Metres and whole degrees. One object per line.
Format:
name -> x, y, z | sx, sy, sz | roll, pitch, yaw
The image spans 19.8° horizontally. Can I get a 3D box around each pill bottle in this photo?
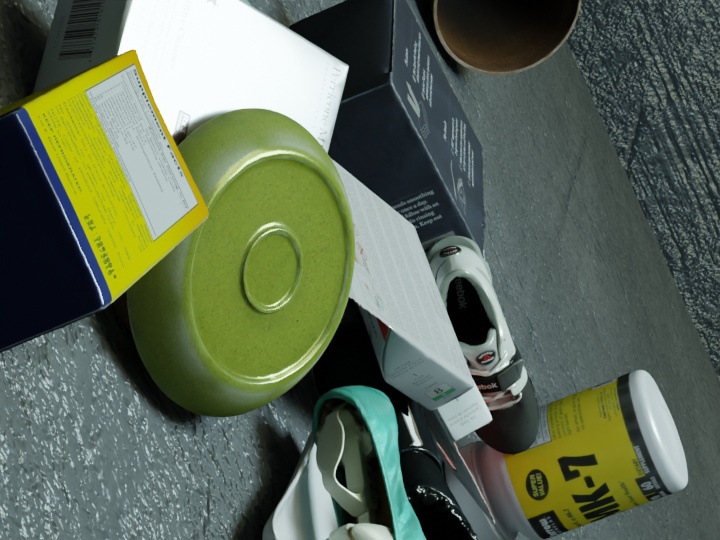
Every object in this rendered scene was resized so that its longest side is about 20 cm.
pill bottle -> 0.184, 0.175, 1.859 | 0.115, 0.199, 0.115 | 58, 19, -32

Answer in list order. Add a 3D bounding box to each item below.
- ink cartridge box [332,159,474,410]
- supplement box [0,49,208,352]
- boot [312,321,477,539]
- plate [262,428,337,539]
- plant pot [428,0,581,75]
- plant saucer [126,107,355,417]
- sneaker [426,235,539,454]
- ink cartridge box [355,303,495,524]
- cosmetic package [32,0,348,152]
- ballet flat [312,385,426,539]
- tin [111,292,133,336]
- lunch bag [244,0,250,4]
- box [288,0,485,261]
ink cartridge box -> 0.000, 0.000, 1.530 | 0.200, 0.050, 0.162 | 34, 30, -51
supplement box -> -0.174, -0.035, 1.112 | 0.109, 0.109, 0.200 | 66, 17, -9
boot -> 0.031, 0.149, 1.555 | 0.163, 0.073, 0.199 | -115, -178, -69
plate -> -0.013, 0.227, 1.449 | 0.201, 0.032, 0.200 | 65, 16, -12
plant pot -> 0.156, -0.370, 2.562 | 0.187, 0.186, 0.200 | 58, 5, -33
plant saucer -> -0.065, -0.002, 1.319 | 0.199, 0.031, 0.202 | -15, 110, -47
sneaker -> 0.101, 0.077, 1.770 | 0.089, 0.074, 0.201 | -89, 157, -74
ink cartridge box -> 0.063, 0.097, 1.724 | 0.174, 0.043, 0.200 | 61, -5, -22
cosmetic package -> -0.107, -0.120, 1.341 | 0.199, 0.081, 0.114 | 23, 75, -45
ballet flat -> 0.001, 0.169, 1.424 | 0.070, 0.067, 0.201 | 16, 50, -40
tin -> -0.117, 0.012, 1.373 | 0.200, 0.042, 0.113 | 41, 28, -58
lunch bag -> -0.093, -0.105, 1.527 | 0.161, 0.077, 0.200 | 61, 19, -23
box -> 0.021, -0.117, 1.849 | 0.197, 0.117, 0.201 | -86, 152, -57
